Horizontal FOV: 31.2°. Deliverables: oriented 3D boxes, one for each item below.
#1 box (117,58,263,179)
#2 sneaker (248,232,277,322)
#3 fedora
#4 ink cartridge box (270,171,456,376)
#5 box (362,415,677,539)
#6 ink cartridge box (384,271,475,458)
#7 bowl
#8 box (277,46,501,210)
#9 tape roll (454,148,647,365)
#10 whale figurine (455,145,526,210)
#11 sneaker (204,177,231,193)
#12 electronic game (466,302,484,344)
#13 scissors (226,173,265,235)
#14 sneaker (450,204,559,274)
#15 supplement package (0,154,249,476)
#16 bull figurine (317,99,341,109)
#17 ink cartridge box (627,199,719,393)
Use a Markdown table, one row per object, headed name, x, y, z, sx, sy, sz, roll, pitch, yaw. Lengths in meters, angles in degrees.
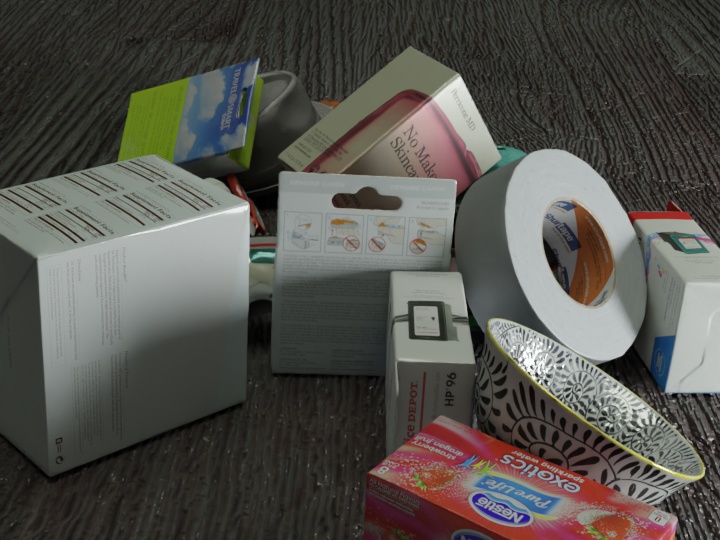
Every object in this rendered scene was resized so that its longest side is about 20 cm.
| name | x | y | z | sx | sy | sz | roll | pitch | yaw |
| --- | --- | --- | --- | --- | --- | --- | --- | --- | --- |
| box | -0.192 | -0.165 | 1.497 | 0.198 | 0.124 | 0.048 | -10 | -28 | 32 |
| sneaker | -0.147 | 0.024 | 1.228 | 0.196 | 0.095 | 0.070 | -7 | -14 | 2 |
| fedora | -0.121 | -0.177 | 1.563 | 0.198 | 0.091 | 0.177 | -29 | 43 | -10 |
| ink cartridge box | 0.000 | 0.000 | 1.162 | 0.157 | 0.203 | 0.047 | 2 | 27 | -3 |
| box | 0.107 | 0.193 | 0.898 | 0.198 | 0.097 | 0.099 | 21 | 32 | 32 |
| ink cartridge box | 0.055 | 0.096 | 1.070 | 0.067 | 0.118 | 0.201 | 2 | 26 | 0 |
| bowl | 0.156 | 0.132 | 0.999 | 0.199 | 0.095 | 0.201 | 32 | 13 | -8 |
| box | 0.033 | -0.123 | 1.407 | 0.199 | 0.128 | 0.109 | -40 | 37 | -7 |
| tape roll | 0.178 | -0.007 | 1.189 | 0.066 | 0.203 | 0.199 | -24 | 1 | 45 |
| whale figurine | 0.163 | -0.079 | 1.435 | 0.156 | 0.106 | 0.200 | -1 | 14 | -9 |
| sneaker | -0.152 | -0.025 | 1.358 | 0.114 | 0.075 | 0.201 | 15 | 35 | 14 |
| electronic game | 0.104 | 0.018 | 1.323 | 0.196 | 0.042 | 0.201 | 4 | 26 | -2 |
| scissors | -0.115 | -0.049 | 1.397 | 0.014 | 0.074 | 0.200 | -28 | 27 | 0 |
| sneaker | 0.129 | -0.032 | 1.236 | 0.198 | 0.083 | 0.077 | -15 | 40 | -31 |
| supplement package | -0.214 | 0.029 | 1.085 | 0.198 | 0.194 | 0.146 | -18 | 32 | -39 |
| bull figurine | -0.015 | -0.175 | 1.670 | 0.120 | 0.066 | 0.199 | 0 | 19 | -40 |
| ink cartridge box | 0.301 | 0.019 | 1.259 | 0.066 | 0.118 | 0.201 | 0 | 25 | -9 |
